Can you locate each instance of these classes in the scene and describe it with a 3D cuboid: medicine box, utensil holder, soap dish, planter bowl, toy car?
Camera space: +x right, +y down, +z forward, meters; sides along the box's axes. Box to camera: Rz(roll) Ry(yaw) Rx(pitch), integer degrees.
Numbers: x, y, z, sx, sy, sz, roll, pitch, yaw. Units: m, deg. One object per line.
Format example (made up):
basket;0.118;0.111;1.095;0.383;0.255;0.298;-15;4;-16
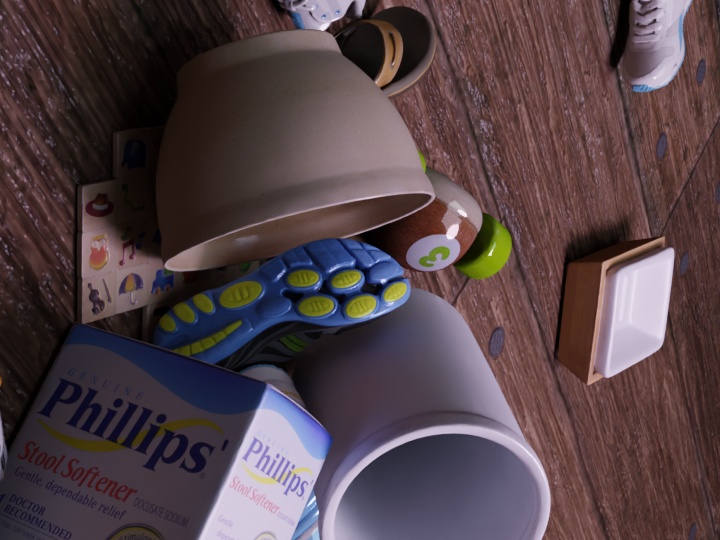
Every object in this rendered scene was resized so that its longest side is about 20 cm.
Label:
medicine box;-0.148;0.161;0.871;0.103;0.181;0.201;46;63;-53
utensil holder;0.038;0.128;0.996;0.200;0.169;0.171;-108;-173;-58
soap dish;0.326;0.044;1.654;0.200;0.081;0.158;-18;116;-54
planter bowl;-0.059;-0.090;0.922;0.200;0.199;0.136;-9;82;-56
toy car;0.000;0.000;1.090;0.164;0.157;0.201;36;83;-43

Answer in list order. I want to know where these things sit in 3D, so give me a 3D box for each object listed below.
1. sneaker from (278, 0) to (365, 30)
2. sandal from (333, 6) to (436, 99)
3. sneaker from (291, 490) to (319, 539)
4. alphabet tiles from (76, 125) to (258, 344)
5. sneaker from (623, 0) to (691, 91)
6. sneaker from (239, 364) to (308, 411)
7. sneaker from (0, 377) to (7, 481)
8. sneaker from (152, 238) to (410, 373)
sneaker;-0.044;-0.227;0.998;0.200;0.075;0.087;-11;116;-55
sandal;-0.002;-0.174;1.066;0.200;0.080;0.054;-40;149;-38
sneaker;-0.011;0.180;1.117;0.200;0.079;0.131;-40;112;-35
alphabet tiles;-0.140;-0.028;0.979;0.200;0.008;0.168;-18;116;-53
sneaker;0.357;-0.314;1.574;0.081;0.076;0.201;33;67;-47
sneaker;-0.115;0.164;0.964;0.076;0.081;0.200;31;104;-36
sneaker;-0.255;0.146;0.806;0.077;0.078;0.201;-39;141;-69
sneaker;-0.060;0.032;0.987;0.083;0.198;0.071;68;2;-73
